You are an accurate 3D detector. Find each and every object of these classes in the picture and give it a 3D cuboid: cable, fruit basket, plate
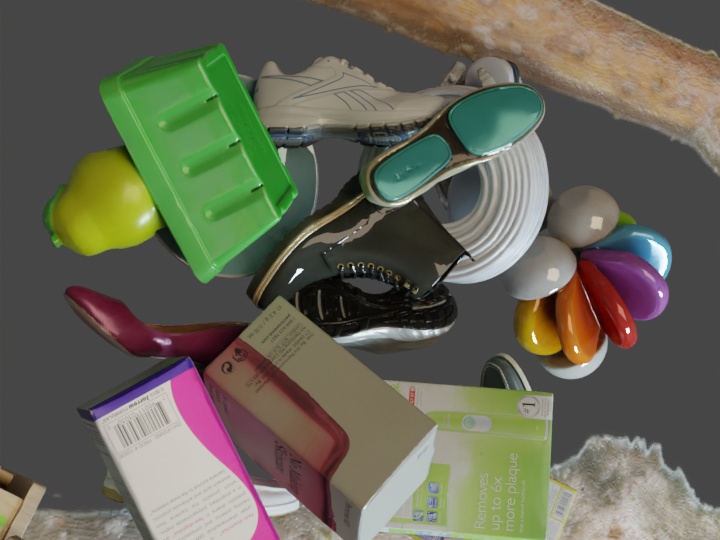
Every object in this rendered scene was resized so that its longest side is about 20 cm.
[{"bbox_3d":[0.094,-0.087,1.375,0.200,0.069,0.201,-42,79,17],"label":"cable"},{"bbox_3d":[-0.185,-0.086,1.232,0.213,0.156,0.218,3,109,8],"label":"fruit basket"},{"bbox_3d":[-0.133,-0.093,1.334,0.198,0.025,0.203,1,88,-30],"label":"plate"}]

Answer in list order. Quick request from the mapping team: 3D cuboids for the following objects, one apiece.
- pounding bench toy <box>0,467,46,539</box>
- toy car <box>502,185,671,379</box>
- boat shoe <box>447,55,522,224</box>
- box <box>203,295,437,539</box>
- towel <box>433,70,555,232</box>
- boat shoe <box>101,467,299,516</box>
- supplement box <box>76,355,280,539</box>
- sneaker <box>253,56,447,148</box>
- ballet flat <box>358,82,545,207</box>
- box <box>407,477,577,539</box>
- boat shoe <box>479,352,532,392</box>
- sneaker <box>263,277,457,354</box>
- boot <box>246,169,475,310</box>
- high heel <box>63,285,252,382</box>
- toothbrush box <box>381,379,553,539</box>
[{"bbox_3d":[-0.356,0.196,1.095,0.155,0.199,0.125,34,73,-26],"label":"pounding bench toy"},{"bbox_3d":[0.263,0.019,1.476,0.200,0.149,0.176,-46,126,-23],"label":"toy car"},{"bbox_3d":[0.140,-0.124,1.435,0.068,0.071,0.203,-6,99,-60],"label":"boat shoe"},{"bbox_3d":[-0.039,0.144,1.262,0.199,0.128,0.109,38,66,18],"label":"box"},{"bbox_3d":[0.134,-0.116,1.487,0.132,0.034,0.202,-30,104,-26],"label":"towel"},{"bbox_3d":[-0.145,0.194,1.292,0.198,0.071,0.070,11,85,-28],"label":"boat shoe"},{"bbox_3d":[-0.159,0.188,1.200,0.100,0.103,0.202,-27,94,-18],"label":"supplement box"},{"bbox_3d":[-0.012,-0.168,1.319,0.197,0.075,0.088,1,78,-3],"label":"sneaker"},{"bbox_3d":[0.084,-0.121,1.299,0.198,0.069,0.070,-27,102,-13],"label":"ballet flat"},{"bbox_3d":[0.113,0.243,1.415,0.198,0.048,0.118,25,78,5],"label":"box"},{"bbox_3d":[0.150,0.193,1.466,0.061,0.072,0.203,-9,98,-34],"label":"boat shoe"},{"bbox_3d":[-0.003,0.055,1.379,0.197,0.080,0.075,4,56,-15],"label":"sneaker"},{"bbox_3d":[0.000,0.000,1.317,0.200,0.077,0.138,-43,80,-2],"label":"boot"},{"bbox_3d":[-0.186,0.045,1.274,0.200,0.067,0.097,41,79,-39],"label":"high heel"},{"bbox_3d":[0.090,0.193,1.361,0.197,0.086,0.148,4,77,4],"label":"toothbrush box"}]
